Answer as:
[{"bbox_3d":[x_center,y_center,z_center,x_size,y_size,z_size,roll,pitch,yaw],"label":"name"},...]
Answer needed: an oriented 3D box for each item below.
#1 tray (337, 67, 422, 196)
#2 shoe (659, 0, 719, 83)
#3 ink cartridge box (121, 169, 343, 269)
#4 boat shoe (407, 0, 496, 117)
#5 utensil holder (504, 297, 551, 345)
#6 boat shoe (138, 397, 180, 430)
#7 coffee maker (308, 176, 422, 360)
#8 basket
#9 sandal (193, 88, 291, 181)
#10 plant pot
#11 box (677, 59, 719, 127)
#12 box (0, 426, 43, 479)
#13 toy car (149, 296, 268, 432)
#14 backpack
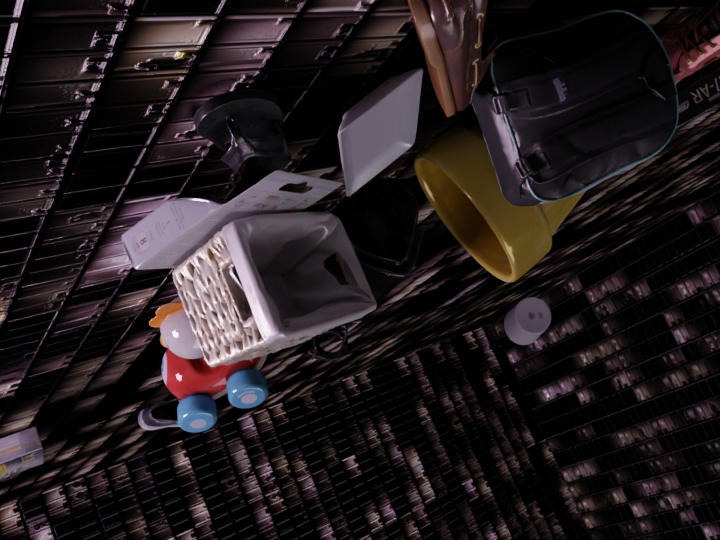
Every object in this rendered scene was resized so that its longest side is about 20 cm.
[{"bbox_3d":[0.017,-0.148,0.872,0.107,0.022,0.200,-40,169,-7],"label":"tray"},{"bbox_3d":[0.412,-0.286,1.007,0.198,0.072,0.091,-27,168,-15],"label":"shoe"},{"bbox_3d":[-0.138,-0.068,0.887,0.199,0.058,0.162,-36,168,21],"label":"ink cartridge box"},{"bbox_3d":[0.090,-0.199,0.725,0.069,0.071,0.200,-21,168,6],"label":"boat shoe"},{"bbox_3d":[0.714,0.215,3.450,0.168,0.172,0.200,-23,165,-7],"label":"utensil holder"},{"bbox_3d":[-0.440,0.339,1.962,0.198,0.073,0.067,0,156,-47],"label":"boat shoe"},{"bbox_3d":[0.000,0.000,1.102,0.133,0.195,0.200,-2,159,-19],"label":"coffee maker"},{"bbox_3d":[-0.097,0.022,0.925,0.123,0.137,0.199,-29,170,32],"label":"basket"},{"bbox_3d":[-0.097,-0.116,0.760,0.074,0.049,0.200,-25,169,3],"label":"sandal"},{"bbox_3d":[0.198,-0.122,1.023,0.188,0.201,0.201,-39,169,-6],"label":"plant pot"},{"bbox_3d":[0.458,-0.255,1.128,0.198,0.044,0.160,-30,-168,21],"label":"box"},{"bbox_3d":[-0.724,0.383,1.626,0.157,0.049,0.200,-18,166,-27],"label":"box"},{"bbox_3d":[-0.253,0.104,1.209,0.175,0.186,0.200,-26,139,12],"label":"toy car"},{"bbox_3d":[0.223,-0.175,0.856,0.197,0.178,0.153,-23,-176,-4],"label":"backpack"}]
